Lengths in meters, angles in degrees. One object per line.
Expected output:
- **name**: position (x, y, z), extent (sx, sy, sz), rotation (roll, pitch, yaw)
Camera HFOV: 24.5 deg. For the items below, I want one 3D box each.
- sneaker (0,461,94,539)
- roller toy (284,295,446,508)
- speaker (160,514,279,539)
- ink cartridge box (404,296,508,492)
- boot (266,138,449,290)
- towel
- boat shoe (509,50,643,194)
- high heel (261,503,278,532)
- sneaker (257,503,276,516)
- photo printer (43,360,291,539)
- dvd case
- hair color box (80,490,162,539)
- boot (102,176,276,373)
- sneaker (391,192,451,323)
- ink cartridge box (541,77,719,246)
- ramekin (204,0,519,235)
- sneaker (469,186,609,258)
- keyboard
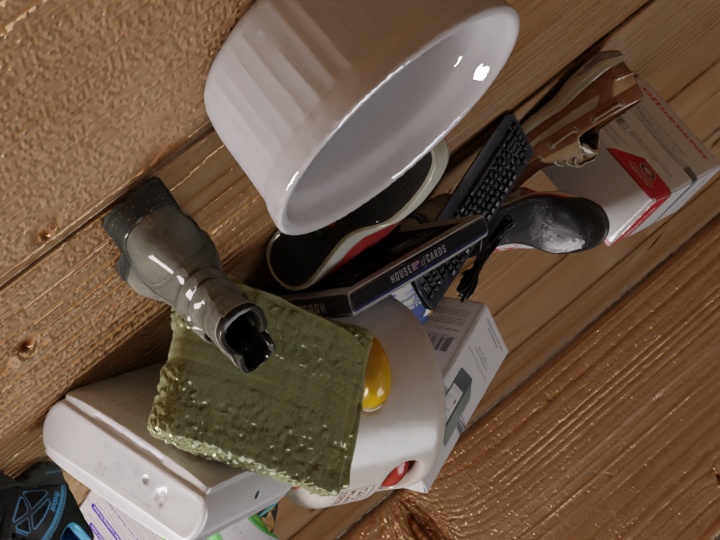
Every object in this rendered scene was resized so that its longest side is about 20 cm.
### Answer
- **sneaker**: position (-0.289, 0.212, 1.361), extent (0.073, 0.082, 0.200), rotation (-44, 166, 23)
- **roller toy**: position (-0.020, 0.119, 1.505), extent (0.139, 0.200, 0.184), rotation (-9, 111, -29)
- **speaker**: position (-0.152, 0.210, 1.494), extent (0.088, 0.200, 0.089), rotation (-39, 167, -10)
- **ink cartridge box**: position (0.045, 0.125, 1.776), extent (0.201, 0.145, 0.084), rotation (-56, 137, -29)
- **boot**: position (0.023, -0.068, 1.397), extent (0.200, 0.073, 0.144), rotation (-40, 171, 36)
- **towel**: position (-0.076, 0.093, 1.326), extent (0.199, 0.150, 0.036), rotation (22, 160, -36)
- **boat shoe**: position (0.211, -0.138, 1.705), extent (0.200, 0.072, 0.076), rotation (-47, 167, 35)
- **high heel**: position (-0.119, 0.278, 1.679), extent (0.200, 0.071, 0.142), rotation (-49, -175, -36)
- **sneaker**: position (-0.128, 0.200, 1.719), extent (0.084, 0.121, 0.200), rotation (-42, 168, 2)
- **photo printer**: position (-0.145, 0.145, 1.389), extent (0.200, 0.166, 0.070), rotation (-17, 134, -64)
- **dvd case**: position (0.000, 0.000, 1.482), extent (0.150, 0.025, 0.199), rotation (-7, -165, 43)
- **hair color box**: position (-0.215, 0.247, 1.643), extent (0.065, 0.109, 0.200), rotation (-29, 163, -45)
- **boot**: position (-0.109, 0.022, 1.146), extent (0.068, 0.131, 0.200), rotation (-39, 167, -5)
- **sneaker**: position (0.039, 0.000, 1.695), extent (0.088, 0.075, 0.201), rotation (-22, 150, -35)
- **ink cartridge box**: position (0.296, -0.125, 1.849), extent (0.084, 0.145, 0.200), rotation (-47, 166, 34)
- **ramekin**: position (-0.004, -0.125, 1.044), extent (0.200, 0.098, 0.201), rotation (-39, 167, -10)
- **sneaker**: position (0.192, -0.060, 1.779), extent (0.200, 0.068, 0.108), rotation (-7, -165, 36)
- **keyboard**: position (0.116, -0.045, 1.631), extent (0.201, 0.021, 0.127), rotation (-56, 146, -17)
